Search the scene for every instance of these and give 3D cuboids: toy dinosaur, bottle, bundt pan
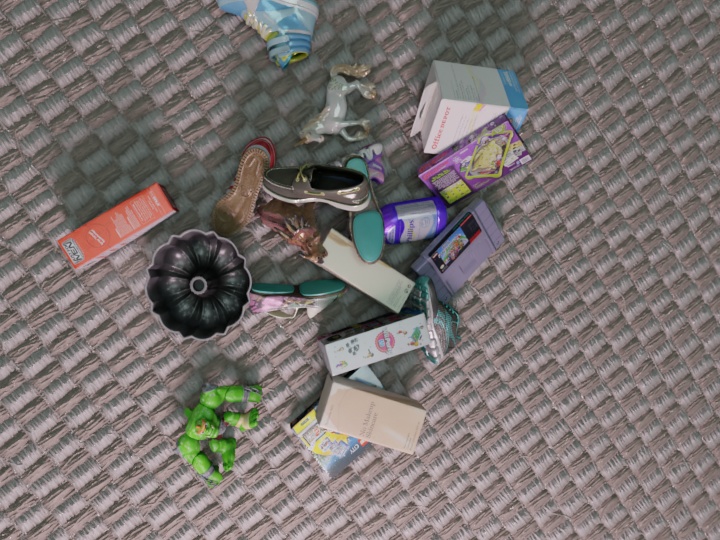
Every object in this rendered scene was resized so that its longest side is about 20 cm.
[{"bbox_3d":[-0.137,-0.094,1.124,0.196,0.136,0.087,14,130,22],"label":"toy dinosaur"},{"bbox_3d":[0.072,-0.094,1.219,0.195,0.066,0.085,-10,138,-11],"label":"bottle"},{"bbox_3d":[-0.297,0.024,1.146,0.197,0.076,0.207,0,94,-2],"label":"bundt pan"}]

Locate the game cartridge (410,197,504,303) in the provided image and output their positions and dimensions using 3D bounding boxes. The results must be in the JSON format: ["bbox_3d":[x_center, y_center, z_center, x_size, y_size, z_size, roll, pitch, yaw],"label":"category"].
[{"bbox_3d":[0.201,-0.037,1.244,0.200,0.038,0.130,-46,133,-6],"label":"game cartridge"}]

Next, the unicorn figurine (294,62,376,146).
[{"bbox_3d":[-0.044,-0.309,1.198,0.134,0.074,0.205,10,77,-2],"label":"unicorn figurine"}]

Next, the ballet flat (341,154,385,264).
[{"bbox_3d":[0.004,-0.112,1.143,0.066,0.075,0.205,-12,90,-7],"label":"ballet flat"}]

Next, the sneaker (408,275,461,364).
[{"bbox_3d":[0.156,0.089,1.237,0.090,0.077,0.203,-27,124,-19],"label":"sneaker"}]

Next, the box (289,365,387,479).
[{"bbox_3d":[-0.027,0.302,1.240,0.199,0.038,0.137,-39,99,-7],"label":"box"}]

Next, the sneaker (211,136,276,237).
[{"bbox_3d":[-0.220,-0.164,1.174,0.070,0.113,0.202,28,117,-13],"label":"sneaker"}]

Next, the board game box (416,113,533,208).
[{"bbox_3d":[0.222,-0.209,1.191,0.198,0.033,0.119,-29,140,25],"label":"board game box"}]

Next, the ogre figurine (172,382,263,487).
[{"bbox_3d":[-0.277,0.302,1.168,0.119,0.098,0.202,29,103,-28],"label":"ogre figurine"}]

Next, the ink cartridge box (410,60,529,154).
[{"bbox_3d":[0.200,-0.311,1.186,0.195,0.130,0.127,5,51,-11],"label":"ink cartridge box"}]

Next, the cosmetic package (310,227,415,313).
[{"bbox_3d":[0.000,0.000,1.199,0.198,0.105,0.072,33,85,-12],"label":"cosmetic package"}]

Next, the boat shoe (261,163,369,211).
[{"bbox_3d":[-0.080,-0.157,1.072,0.197,0.061,0.073,10,56,7],"label":"boat shoe"}]

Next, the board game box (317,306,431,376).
[{"bbox_3d":[0.022,0.135,1.187,0.196,0.147,0.066,-17,93,-10],"label":"board game box"}]

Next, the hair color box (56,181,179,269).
[{"bbox_3d":[-0.435,-0.082,1.110,0.198,0.101,0.062,-33,99,-8],"label":"hair color box"}]

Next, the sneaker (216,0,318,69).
[{"bbox_3d":[-0.180,-0.456,1.154,0.195,0.079,0.134,6,90,-10],"label":"sneaker"}]

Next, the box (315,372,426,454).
[{"bbox_3d":[0.018,0.278,1.188,0.196,0.078,0.097,18,90,-12],"label":"box"}]

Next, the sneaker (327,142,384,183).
[{"bbox_3d":[-0.033,-0.176,1.199,0.197,0.080,0.090,-25,105,-10],"label":"sneaker"}]

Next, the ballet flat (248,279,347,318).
[{"bbox_3d":[-0.123,0.059,1.202,0.195,0.069,0.073,-3,115,-5],"label":"ballet flat"}]
